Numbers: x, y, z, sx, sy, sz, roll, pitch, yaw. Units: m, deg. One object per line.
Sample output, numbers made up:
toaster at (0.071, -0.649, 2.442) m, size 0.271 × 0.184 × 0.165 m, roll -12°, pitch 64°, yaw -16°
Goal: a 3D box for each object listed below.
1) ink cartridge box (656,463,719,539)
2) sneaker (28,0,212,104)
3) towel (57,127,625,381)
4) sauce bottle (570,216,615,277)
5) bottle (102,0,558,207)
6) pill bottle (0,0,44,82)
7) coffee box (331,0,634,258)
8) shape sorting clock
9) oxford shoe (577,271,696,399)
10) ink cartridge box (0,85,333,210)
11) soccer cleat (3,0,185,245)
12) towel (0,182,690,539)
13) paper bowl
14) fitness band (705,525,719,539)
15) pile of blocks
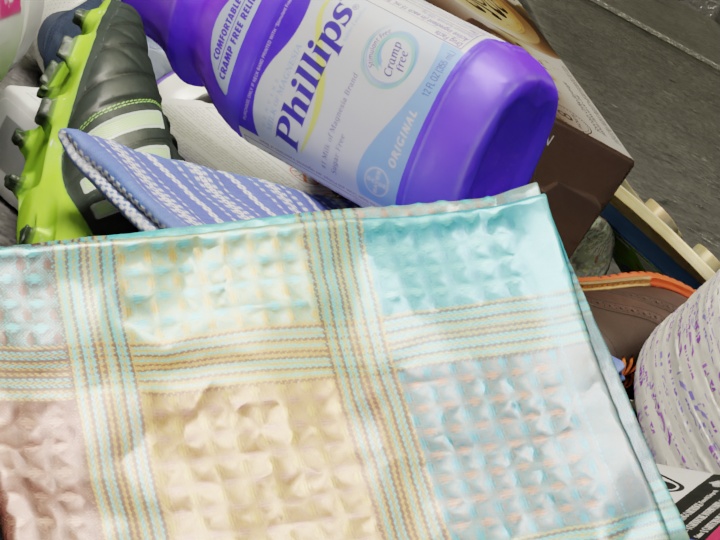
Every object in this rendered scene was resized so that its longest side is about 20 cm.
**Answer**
ink cartridge box at (0.082, 0.107, 0.746) m, size 0.093 × 0.045 × 0.200 m, roll 8°, pitch 9°, yaw 22°
sneaker at (-0.087, -0.115, 1.098) m, size 0.146 × 0.081 × 0.200 m, roll 43°, pitch 26°, yaw 25°
towel at (0.000, 0.000, 0.769) m, size 0.145 × 0.024 × 0.200 m, roll 40°, pitch 17°, yaw 35°
sauce bottle at (0.067, -0.055, 1.213) m, size 0.065 × 0.065 × 0.200 m, roll 14°, pitch 24°, yaw -42°
bottle at (-0.019, -0.085, 0.846) m, size 0.199 × 0.084 × 0.065 m, roll 31°, pitch 14°, yaw 27°
pill bottle at (-0.196, -0.101, 0.812) m, size 0.113 × 0.114 × 0.200 m, roll 30°, pitch 16°, yaw 1°
coffee box at (0.035, -0.083, 0.974) m, size 0.113 × 0.080 × 0.200 m, roll 27°, pitch 19°, yaw -23°
shape sorting clock at (0.193, 0.013, 1.186) m, size 0.200 × 0.039 × 0.200 m, roll 49°, pitch -3°, yaw 4°
oxford shoe at (0.116, 0.042, 1.025) m, size 0.199 × 0.071 × 0.073 m, roll 11°, pitch 30°, yaw -26°
ink cartridge box at (-0.050, -0.019, 0.931) m, size 0.162 × 0.050 × 0.200 m, roll 39°, pitch 19°, yaw 29°
soccer cleat at (-0.092, -0.026, 0.804) m, size 0.081 × 0.068 × 0.201 m, roll 21°, pitch 40°, yaw -19°
towel at (-0.012, 0.043, 0.620) m, size 0.199 × 0.022 × 0.147 m, roll -6°, pitch 56°, yaw -19°
paper bowl at (0.230, 0.074, 0.954) m, size 0.200 × 0.104 × 0.201 m, roll 31°, pitch 33°, yaw -22°
fitness band at (0.186, 0.154, 0.698) m, size 0.200 × 0.037 × 0.144 m, roll 39°, pitch 20°, yaw -28°
pile of blocks at (-0.011, 0.077, 0.649) m, size 0.199 × 0.062 × 0.082 m, roll -16°, pitch 61°, yaw -25°
